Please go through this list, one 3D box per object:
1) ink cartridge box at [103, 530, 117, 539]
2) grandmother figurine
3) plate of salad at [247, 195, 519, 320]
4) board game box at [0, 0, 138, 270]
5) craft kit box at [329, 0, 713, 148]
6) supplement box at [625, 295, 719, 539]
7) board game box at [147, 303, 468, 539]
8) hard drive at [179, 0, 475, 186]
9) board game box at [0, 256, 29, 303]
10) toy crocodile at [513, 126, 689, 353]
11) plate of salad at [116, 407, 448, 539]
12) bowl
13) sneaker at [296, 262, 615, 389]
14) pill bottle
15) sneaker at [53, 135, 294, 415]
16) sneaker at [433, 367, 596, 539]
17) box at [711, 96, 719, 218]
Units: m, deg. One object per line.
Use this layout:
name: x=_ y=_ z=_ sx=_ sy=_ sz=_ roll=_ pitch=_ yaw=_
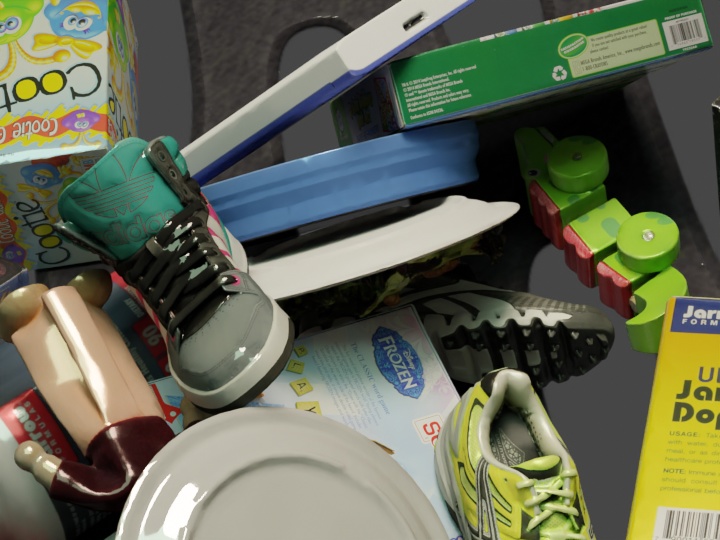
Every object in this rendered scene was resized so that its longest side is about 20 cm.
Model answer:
ink cartridge box: x=-0.111 y=0.236 z=1.410 sx=0.173 sy=0.044 sz=0.200 roll=-34 pitch=51 yaw=-21
grandmother figurine: x=-0.127 y=0.090 z=1.368 sx=0.121 sy=0.061 sz=0.200 roll=-21 pitch=58 yaw=-26
plate of salad: x=0.000 y=0.000 z=1.491 sx=0.199 sy=0.048 sz=0.200 roll=-17 pitch=6 yaw=2
board game box: x=-0.205 y=-0.109 z=1.701 sx=0.102 sy=0.105 sz=0.201 roll=-8 pitch=48 yaw=4
craft kit box: x=0.095 y=-0.121 z=1.592 sx=0.199 sy=0.197 sz=0.049 roll=-15 pitch=87 yaw=-12
supplement box: x=0.211 y=0.125 z=1.398 sx=0.109 sy=0.109 sz=0.201 roll=3 pitch=49 yaw=15
board game box: x=-0.022 y=0.131 z=1.413 sx=0.198 sy=0.041 sz=0.201 roll=-15 pitch=57 yaw=-18
hard drive: x=-0.026 y=-0.114 z=1.554 sx=0.132 sy=0.200 sz=0.025 roll=-37 pitch=95 yaw=-41
board game box: x=-0.320 y=0.032 z=1.597 sx=0.135 sy=0.035 sz=0.200 roll=20 pitch=34 yaw=26
toy crocodile: x=0.147 y=-0.020 z=1.572 sx=0.062 sy=0.068 sz=0.200 roll=-26 pitch=49 yaw=-13
plate of salad: x=-0.037 y=0.168 z=1.292 sx=0.199 sy=0.048 sz=0.201 roll=13 pitch=62 yaw=-25
bowl: x=-0.020 y=-0.048 z=1.570 sx=0.199 sy=0.201 sz=0.040 roll=-15 pitch=90 yaw=-2
sneaker: x=0.054 y=0.024 z=1.552 sx=0.199 sy=0.067 sz=0.091 roll=-4 pitch=50 yaw=11
pill bottle: x=-0.181 y=0.095 z=1.500 sx=0.200 sy=0.120 sz=0.120 roll=-34 pitch=50 yaw=-18
sneaker: x=-0.104 y=-0.009 z=1.376 sx=0.084 sy=0.121 sz=0.200 roll=-41 pitch=27 yaw=3
sneaker: x=0.089 y=0.142 z=1.346 sx=0.075 sy=0.077 sz=0.201 roll=-13 pitch=57 yaw=-19
box: x=0.268 y=-0.009 z=1.446 sx=0.136 sy=0.201 sz=0.038 roll=31 pitch=61 yaw=32
